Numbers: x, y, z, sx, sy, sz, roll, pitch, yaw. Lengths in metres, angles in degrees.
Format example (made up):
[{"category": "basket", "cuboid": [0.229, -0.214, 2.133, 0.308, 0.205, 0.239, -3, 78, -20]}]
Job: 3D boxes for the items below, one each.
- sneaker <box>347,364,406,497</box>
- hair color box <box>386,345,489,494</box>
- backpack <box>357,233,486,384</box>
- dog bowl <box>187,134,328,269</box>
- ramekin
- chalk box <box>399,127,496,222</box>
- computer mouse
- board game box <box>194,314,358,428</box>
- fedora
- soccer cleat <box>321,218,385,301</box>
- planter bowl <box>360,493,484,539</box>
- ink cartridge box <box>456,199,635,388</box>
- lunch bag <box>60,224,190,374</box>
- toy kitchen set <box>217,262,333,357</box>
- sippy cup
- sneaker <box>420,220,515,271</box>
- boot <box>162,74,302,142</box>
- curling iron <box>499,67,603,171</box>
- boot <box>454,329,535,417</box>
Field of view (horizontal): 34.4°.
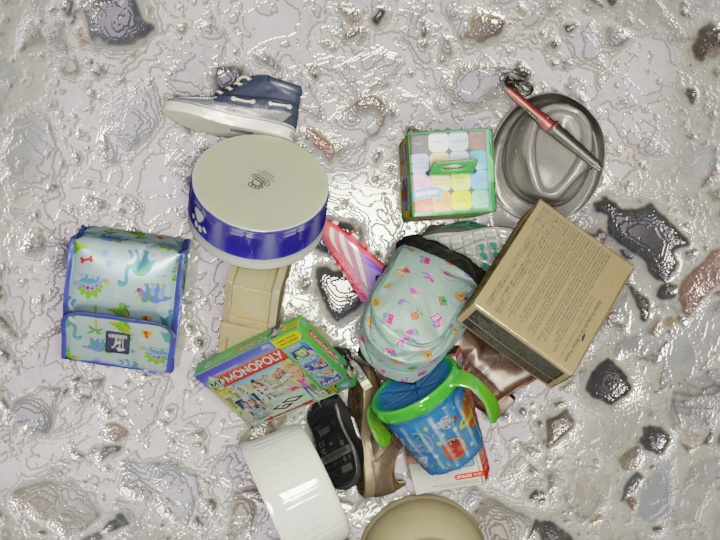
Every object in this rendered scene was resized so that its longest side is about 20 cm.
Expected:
[{"category": "sneaker", "cuboid": [0.027, 0.239, 1.751, 0.075, 0.070, 0.201, -3, 95, -21]}, {"category": "hair color box", "cuboid": [0.115, 0.222, 1.721, 0.111, 0.064, 0.201, -12, 99, 14]}, {"category": "backpack", "cuboid": [0.075, 0.053, 1.614, 0.167, 0.127, 0.200, 24, 56, 13]}, {"category": "dog bowl", "cuboid": [-0.146, -0.101, 1.665, 0.200, 0.079, 0.200, 5, 48, -6]}, {"category": "ramekin", "cuboid": [-0.093, 0.321, 1.677, 0.098, 0.200, 0.201, -24, 92, -9]}, {"category": "chalk box", "cuboid": [0.125, -0.136, 1.670, 0.124, 0.200, 0.124, -3, 91, -2]}, {"category": "computer mouse", "cuboid": [-0.020, 0.211, 1.709, 0.140, 0.046, 0.200, -38, 67, 31]}, {"category": "board game box", "cuboid": [-0.123, 0.149, 1.677, 0.200, 0.029, 0.135, -26, 124, 29]}, {"category": "fedora", "cuboid": [0.285, -0.169, 1.730, 0.176, 0.090, 0.200, 20, 90, -2]}, {"category": "soccer cleat", "cuboid": [0.000, 0.000, 1.738, 0.200, 0.067, 0.077, 40, 94, -5]}, {"category": "planter bowl", "cuboid": [0.098, 0.443, 1.714, 0.200, 0.135, 0.201, 0, 91, -3]}, {"category": "ink cartridge box", "cuboid": [0.251, 0.031, 1.573, 0.165, 0.075, 0.200, 37, 62, -1]}, {"category": "lunch bag", "cuboid": [-0.346, 0.047, 1.700, 0.170, 0.127, 0.201, 9, 104, -5]}, {"category": "toy kitchen set", "cuboid": [-0.110, 0.053, 1.729, 0.163, 0.181, 0.200, 12, 130, 1]}, {"category": "sippy cup", "cuboid": [0.103, 0.209, 1.627, 0.140, 0.178, 0.131, -35, 108, -18]}, {"category": "sneaker", "cuboid": [0.171, -0.045, 1.707, 0.199, 0.091, 0.078, 1, 120, 19]}, {"category": "boot", "cuboid": [-0.188, -0.250, 1.729, 0.199, 0.073, 0.091, 12, 76, -4]}, {"category": "curling iron", "cuboid": [0.278, -0.218, 1.677, 0.050, 0.026, 0.200, -43, 85, -7]}, {"category": "boot", "cuboid": [0.187, 0.098, 1.750, 0.200, 0.064, 0.186, 43, 89, 2]}]
